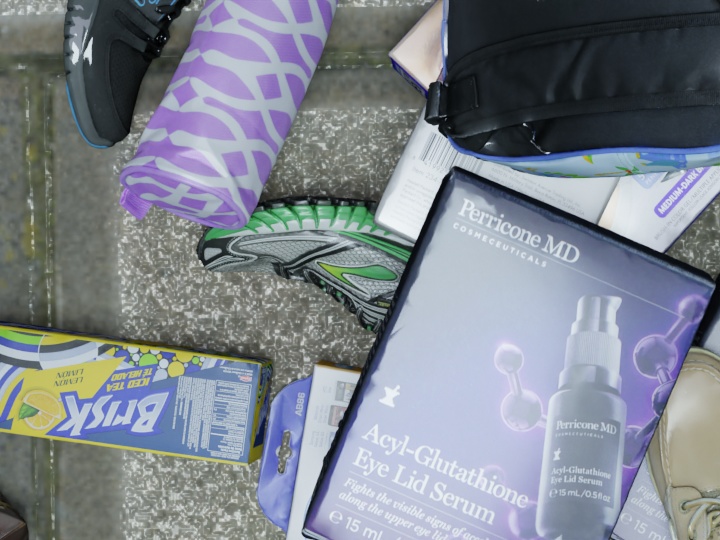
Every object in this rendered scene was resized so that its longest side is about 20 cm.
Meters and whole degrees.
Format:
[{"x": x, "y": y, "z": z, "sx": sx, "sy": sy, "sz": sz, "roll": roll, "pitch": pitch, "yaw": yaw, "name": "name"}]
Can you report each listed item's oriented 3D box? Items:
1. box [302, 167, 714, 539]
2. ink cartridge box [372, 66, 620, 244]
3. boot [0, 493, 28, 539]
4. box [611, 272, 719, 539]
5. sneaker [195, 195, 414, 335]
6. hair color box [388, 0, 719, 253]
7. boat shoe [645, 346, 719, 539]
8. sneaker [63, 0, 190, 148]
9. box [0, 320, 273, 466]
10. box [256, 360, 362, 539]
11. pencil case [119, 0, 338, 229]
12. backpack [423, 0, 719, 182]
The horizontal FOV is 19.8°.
[{"x": 0.074, "y": 0.065, "z": 1.072, "sx": 0.147, "sy": 0.104, "sz": 0.201, "roll": 22, "pitch": 93, "yaw": 0, "name": "box"}, {"x": 0.099, "y": -0.092, "z": 1.160, "sx": 0.116, "sy": 0.067, "sz": 0.201, "roll": 26, "pitch": 90, "yaw": 0, "name": "ink cartridge box"}, {"x": -0.303, "y": 0.175, "z": 1.209, "sx": 0.199, "sy": 0.186, "sz": 0.064, "roll": -32, "pitch": 66, "yaw": 7, "name": "boot"}, {"x": 0.243, "y": 0.094, "z": 1.199, "sx": 0.147, "sy": 0.104, "sz": 0.201, "roll": 28, "pitch": 93, "yaw": 4, "name": "box"}, {"x": 0.000, "y": 0.000, "z": 1.228, "sx": 0.198, "sy": 0.078, "sz": 0.086, "roll": 6, "pitch": 92, "yaw": 3, "name": "sneaker"}, {"x": 0.124, "y": -0.097, "z": 1.225, "sx": 0.200, "sy": 0.065, "sz": 0.109, "roll": 43, "pitch": 93, "yaw": 4, "name": "hair color box"}, {"x": 0.201, "y": 0.139, "z": 1.118, "sx": 0.072, "sy": 0.065, "sz": 0.201, "roll": -14, "pitch": 89, "yaw": 5, "name": "boat shoe"}, {"x": -0.128, "y": -0.170, "z": 1.236, "sx": 0.081, "sy": 0.073, "sz": 0.202, "roll": 9, "pitch": 92, "yaw": 2, "name": "sneaker"}, {"x": -0.156, "y": 0.071, "z": 1.243, "sx": 0.198, "sy": 0.070, "sz": 0.065, "roll": 8, "pitch": 90, "yaw": 4, "name": "box"}, {"x": 0.038, "y": 0.126, "z": 1.247, "sx": 0.198, "sy": 0.041, "sz": 0.120, "roll": 9, "pitch": 92, "yaw": 2, "name": "box"}, {"x": -0.071, "y": -0.122, "z": 1.201, "sx": 0.085, "sy": 0.084, "sz": 0.201, "roll": 8, "pitch": 67, "yaw": 35, "name": "pencil case"}, {"x": 0.153, "y": -0.136, "z": 1.032, "sx": 0.199, "sy": 0.147, "sz": 0.185, "roll": 3, "pitch": 89, "yaw": 33, "name": "backpack"}]
